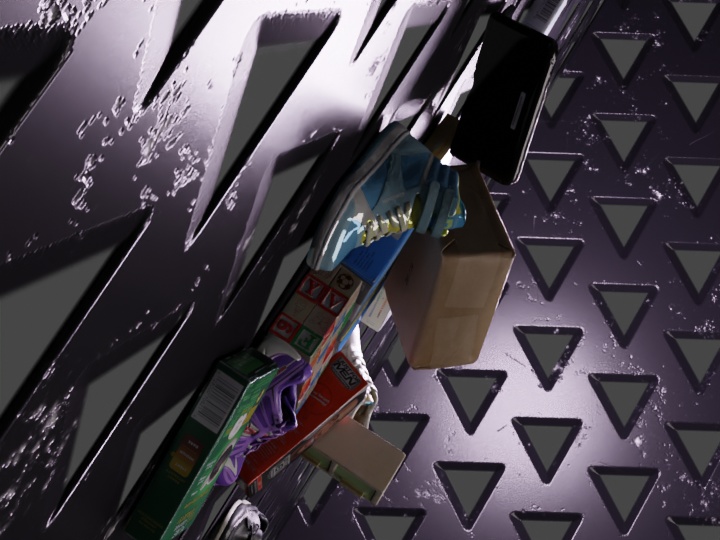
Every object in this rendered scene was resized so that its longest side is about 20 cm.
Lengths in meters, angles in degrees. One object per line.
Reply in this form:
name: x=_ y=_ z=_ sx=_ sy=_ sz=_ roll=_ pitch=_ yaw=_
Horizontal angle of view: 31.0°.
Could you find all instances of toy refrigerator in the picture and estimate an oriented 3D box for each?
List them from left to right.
toy refrigerator: x=-0.043 y=0.231 z=1.750 sx=0.070 sy=0.198 sz=0.076 roll=-55 pitch=174 yaw=-23

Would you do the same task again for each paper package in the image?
paper package: x=0.107 y=-0.009 z=1.705 sx=0.192 sy=0.102 sz=0.202 roll=-108 pitch=-156 yaw=-44

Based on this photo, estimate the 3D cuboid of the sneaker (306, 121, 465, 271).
sneaker: x=0.037 y=-0.056 z=1.373 sx=0.201 sy=0.130 sz=0.080 roll=-55 pitch=174 yaw=-26

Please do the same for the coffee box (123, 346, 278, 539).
coffee box: x=-0.159 y=0.178 z=1.314 sx=0.202 sy=0.044 sz=0.123 roll=-61 pitch=173 yaw=8

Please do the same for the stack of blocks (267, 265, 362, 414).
stack of blocks: x=-0.064 y=0.082 z=1.541 sx=0.116 sy=0.058 sz=0.201 roll=-56 pitch=173 yaw=-27

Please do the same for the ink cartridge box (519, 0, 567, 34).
ink cartridge box: x=0.283 y=-0.377 z=2.164 sx=0.161 sy=0.047 sz=0.200 roll=-59 pitch=171 yaw=-3

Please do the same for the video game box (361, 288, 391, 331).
video game box: x=0.083 y=-0.011 z=2.300 sx=0.183 sy=0.046 sz=0.200 roll=-61 pitch=174 yaw=32

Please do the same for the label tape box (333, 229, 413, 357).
label tape box: x=0.000 y=0.000 z=1.631 sx=0.145 sy=0.063 sz=0.201 roll=-55 pitch=176 yaw=-33

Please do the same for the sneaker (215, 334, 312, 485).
sneaker: x=-0.116 y=0.169 z=1.437 sx=0.202 sy=0.083 sz=0.081 roll=-61 pitch=172 yaw=29

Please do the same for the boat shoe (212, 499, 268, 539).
boat shoe: x=-0.187 y=0.416 z=2.082 sx=0.075 sy=0.066 sz=0.199 roll=-58 pitch=173 yaw=-5

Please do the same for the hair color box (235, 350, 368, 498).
hair color box: x=-0.085 y=0.198 z=1.662 sx=0.199 sy=0.061 sz=0.102 roll=-40 pitch=168 yaw=-15

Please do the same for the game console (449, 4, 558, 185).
game console: x=0.203 y=-0.239 z=1.749 sx=0.115 sy=0.175 sz=0.203 roll=-6 pitch=120 yaw=-43

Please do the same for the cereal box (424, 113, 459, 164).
cereal box: x=0.082 y=-0.111 z=1.861 sx=0.144 sy=0.039 sz=0.201 roll=-55 pitch=172 yaw=-40

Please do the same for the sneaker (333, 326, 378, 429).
sneaker: x=-0.013 y=0.168 z=1.953 sx=0.076 sy=0.080 sz=0.204 roll=10 pitch=81 yaw=-60
